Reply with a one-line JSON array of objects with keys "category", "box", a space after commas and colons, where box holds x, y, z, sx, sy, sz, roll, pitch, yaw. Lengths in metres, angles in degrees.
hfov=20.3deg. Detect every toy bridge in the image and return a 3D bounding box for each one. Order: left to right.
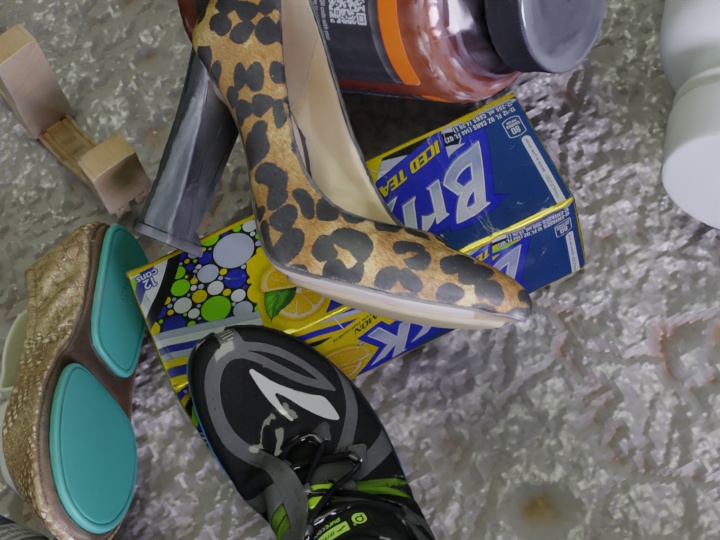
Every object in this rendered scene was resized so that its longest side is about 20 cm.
[{"category": "toy bridge", "box": [-0.168, -0.093, 1.015, 0.027, 0.067, 0.200, -38, 59, -11]}]

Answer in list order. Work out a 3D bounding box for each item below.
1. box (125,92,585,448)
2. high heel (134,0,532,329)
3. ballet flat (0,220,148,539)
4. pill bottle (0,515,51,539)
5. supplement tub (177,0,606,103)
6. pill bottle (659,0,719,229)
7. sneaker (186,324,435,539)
[{"category": "box", "box": [0.000, 0.000, 0.927, 0.199, 0.064, 0.070, -26, 59, -2]}, {"category": "high heel", "box": [0.001, -0.059, 0.862, 0.199, 0.071, 0.144, 18, 86, 29]}, {"category": "ballet flat", "box": [-0.135, 0.058, 0.907, 0.065, 0.071, 0.201, -24, 32, 19]}, {"category": "pill bottle", "box": [-0.105, 0.183, 0.816, 0.199, 0.114, 0.114, 21, 67, 22]}, {"category": "supplement tub", "box": [0.015, -0.134, 0.947, 0.199, 0.107, 0.108, 10, 62, 38]}, {"category": "pill bottle", "box": [0.197, -0.122, 0.924, 0.113, 0.115, 0.202, 7, 63, 16]}, {"category": "sneaker", "box": [-0.005, 0.103, 0.837, 0.070, 0.083, 0.201, -30, 74, -6]}]
